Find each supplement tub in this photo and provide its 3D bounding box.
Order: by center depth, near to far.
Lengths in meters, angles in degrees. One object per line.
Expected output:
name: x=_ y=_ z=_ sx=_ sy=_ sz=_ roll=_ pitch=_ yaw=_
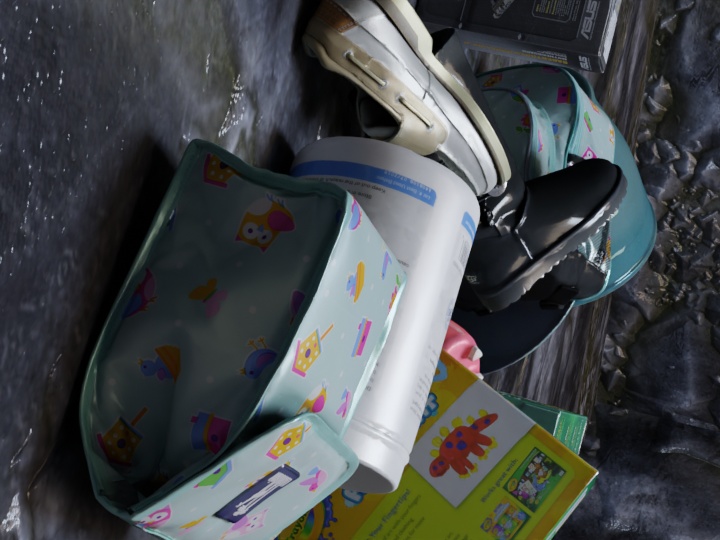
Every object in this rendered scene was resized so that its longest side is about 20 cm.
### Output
supplement tub: x=-0.009 y=0.028 z=1.001 sx=0.132 sy=0.132 sz=0.201 roll=68 pitch=38 yaw=-67

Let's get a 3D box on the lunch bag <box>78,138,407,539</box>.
lunch bag: x=-0.062 y=0.056 z=0.837 sx=0.170 sy=0.122 sz=0.201 roll=54 pitch=55 yaw=-70

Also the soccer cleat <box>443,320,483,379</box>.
soccer cleat: x=0.064 y=0.116 z=1.305 sx=0.067 sy=0.076 sz=0.200 roll=-27 pitch=137 yaw=-25

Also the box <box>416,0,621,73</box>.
box: x=0.145 y=-0.275 z=1.277 sx=0.048 sy=0.158 sz=0.201 roll=36 pitch=68 yaw=-73

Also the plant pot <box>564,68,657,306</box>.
plant pot: x=0.184 y=-0.096 z=1.569 sx=0.188 sy=0.199 sz=0.200 roll=67 pitch=36 yaw=-43

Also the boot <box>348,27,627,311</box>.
boot: x=0.101 y=-0.096 z=1.172 sx=0.165 sy=0.066 sz=0.200 roll=-44 pitch=112 yaw=-23

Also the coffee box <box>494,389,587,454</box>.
coffee box: x=0.137 y=0.137 z=1.437 sx=0.200 sy=0.123 sz=0.044 roll=25 pitch=81 yaw=-75

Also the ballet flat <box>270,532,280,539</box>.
ballet flat: x=-0.051 y=0.119 z=1.084 sx=0.200 sy=0.067 sz=0.062 roll=-54 pitch=169 yaw=-40

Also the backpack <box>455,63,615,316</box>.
backpack: x=0.126 y=-0.081 z=1.342 sx=0.153 sy=0.175 sz=0.201 roll=39 pitch=56 yaw=-41

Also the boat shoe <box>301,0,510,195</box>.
boat shoe: x=0.029 y=-0.114 z=1.048 sx=0.068 sy=0.075 sz=0.200 roll=-44 pitch=125 yaw=-6

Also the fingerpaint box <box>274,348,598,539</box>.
fingerpaint box: x=0.049 y=0.180 z=1.158 sx=0.200 sy=0.167 sz=0.073 roll=-50 pitch=166 yaw=-10

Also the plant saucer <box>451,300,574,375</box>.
plant saucer: x=0.129 y=0.018 z=1.416 sx=0.039 sy=0.201 sz=0.201 roll=41 pitch=57 yaw=-38
